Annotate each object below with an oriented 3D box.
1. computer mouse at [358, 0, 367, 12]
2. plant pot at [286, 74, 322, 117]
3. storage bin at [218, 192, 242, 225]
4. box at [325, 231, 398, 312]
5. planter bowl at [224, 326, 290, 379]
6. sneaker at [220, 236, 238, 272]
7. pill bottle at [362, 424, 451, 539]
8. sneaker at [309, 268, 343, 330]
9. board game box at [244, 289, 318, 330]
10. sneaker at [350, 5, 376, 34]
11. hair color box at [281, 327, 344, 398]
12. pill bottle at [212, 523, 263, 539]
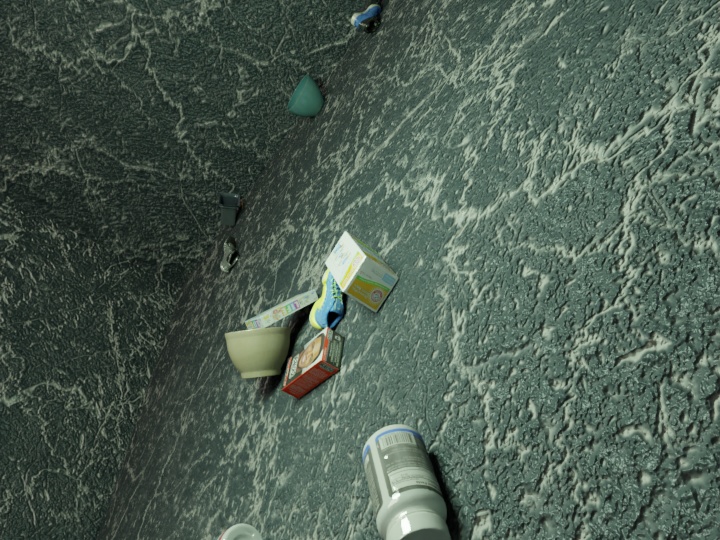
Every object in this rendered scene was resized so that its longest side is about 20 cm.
[{"bbox_3d":[0.053,-1.239,2.777,0.136,0.054,0.200,-25,-9,-33],"label":"computer mouse"},{"bbox_3d":[-0.259,-0.844,2.929,0.200,0.133,0.204,-45,28,32],"label":"plant pot"},{"bbox_3d":[-0.766,-0.356,3.474,0.201,0.140,0.138,-110,27,-60],"label":"storage bin"},{"bbox_3d":[0.000,0.000,1.467,0.103,0.111,0.200,-55,24,8],"label":"box"},{"bbox_3d":[-0.300,0.248,1.752,0.198,0.195,0.140,-19,74,57],"label":"planter bowl"},{"bbox_3d":[-0.648,-0.095,3.002,0.114,0.074,0.206,-28,49,44],"label":"sneaker"},{"bbox_3d":[0.071,0.353,0.922,0.115,0.112,0.202,-52,24,18],"label":"pill bottle"},{"bbox_3d":[-0.064,0.071,1.594,0.104,0.074,0.206,18,87,54],"label":"sneaker"},{"bbox_3d":[-0.237,0.121,1.776,0.197,0.035,0.133,-27,4,-33],"label":"board game box"},{"bbox_3d":[0.055,-1.148,2.705,0.199,0.110,0.078,-38,-21,-38],"label":"sneaker"},{"bbox_3d":[-0.124,0.241,1.524,0.199,0.060,0.104,-40,30,39],"label":"hair color box"},{"bbox_3d":[-0.313,0.675,1.359,0.200,0.118,0.122,-43,29,35],"label":"pill bottle"}]
